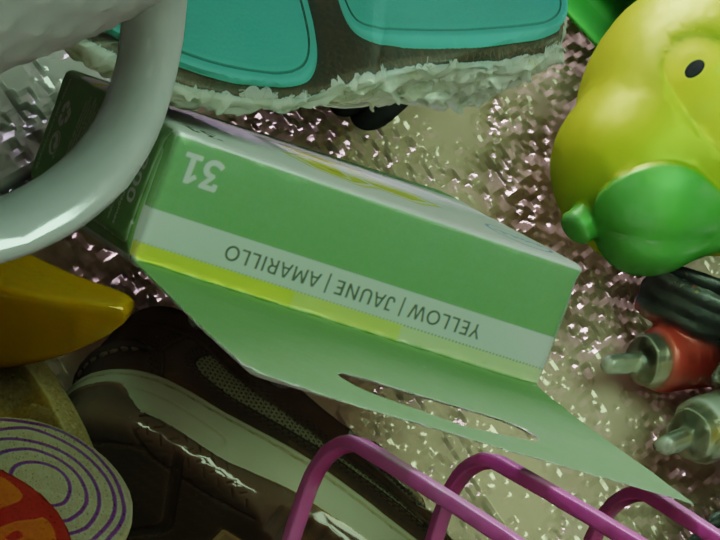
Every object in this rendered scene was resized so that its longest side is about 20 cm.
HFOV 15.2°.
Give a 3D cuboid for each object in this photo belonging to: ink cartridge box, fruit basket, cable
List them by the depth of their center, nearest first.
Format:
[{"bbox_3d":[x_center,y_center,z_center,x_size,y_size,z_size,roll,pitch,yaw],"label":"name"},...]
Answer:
[{"bbox_3d":[0.000,0.000,0.787,0.145,0.200,0.048,18,96,-27],"label":"ink cartridge box"},{"bbox_3d":[0.146,-0.081,0.941,0.215,0.155,0.216,34,31,-24],"label":"fruit basket"},{"bbox_3d":[0.163,0.039,0.978,0.199,0.050,0.097,4,32,-48],"label":"cable"}]

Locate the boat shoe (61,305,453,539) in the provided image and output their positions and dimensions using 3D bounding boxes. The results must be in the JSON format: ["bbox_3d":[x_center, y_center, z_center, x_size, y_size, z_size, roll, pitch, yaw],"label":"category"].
[{"bbox_3d":[-0.001,0.082,0.818,0.202,0.075,0.075,42,37,-17],"label":"boat shoe"}]

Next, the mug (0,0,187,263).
[{"bbox_3d":[-0.099,-0.093,0.635,0.175,0.147,0.201,-16,119,-28],"label":"mug"}]

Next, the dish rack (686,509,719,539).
[{"bbox_3d":[0.172,0.172,0.904,0.153,0.055,0.201,-3,69,-36],"label":"dish rack"}]

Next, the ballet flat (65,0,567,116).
[{"bbox_3d":[-0.024,-0.070,0.806,0.199,0.072,0.072,1,68,-37],"label":"ballet flat"}]

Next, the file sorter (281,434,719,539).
[{"bbox_3d":[0.079,0.130,0.727,0.199,0.139,0.126,15,97,-30],"label":"file sorter"}]

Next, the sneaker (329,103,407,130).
[{"bbox_3d":[0.015,-0.130,0.933,0.099,0.071,0.201,39,58,-15],"label":"sneaker"}]

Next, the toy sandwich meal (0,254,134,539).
[{"bbox_3d":[-0.139,0.015,0.688,0.205,0.070,0.206,30,28,-18],"label":"toy sandwich meal"}]
